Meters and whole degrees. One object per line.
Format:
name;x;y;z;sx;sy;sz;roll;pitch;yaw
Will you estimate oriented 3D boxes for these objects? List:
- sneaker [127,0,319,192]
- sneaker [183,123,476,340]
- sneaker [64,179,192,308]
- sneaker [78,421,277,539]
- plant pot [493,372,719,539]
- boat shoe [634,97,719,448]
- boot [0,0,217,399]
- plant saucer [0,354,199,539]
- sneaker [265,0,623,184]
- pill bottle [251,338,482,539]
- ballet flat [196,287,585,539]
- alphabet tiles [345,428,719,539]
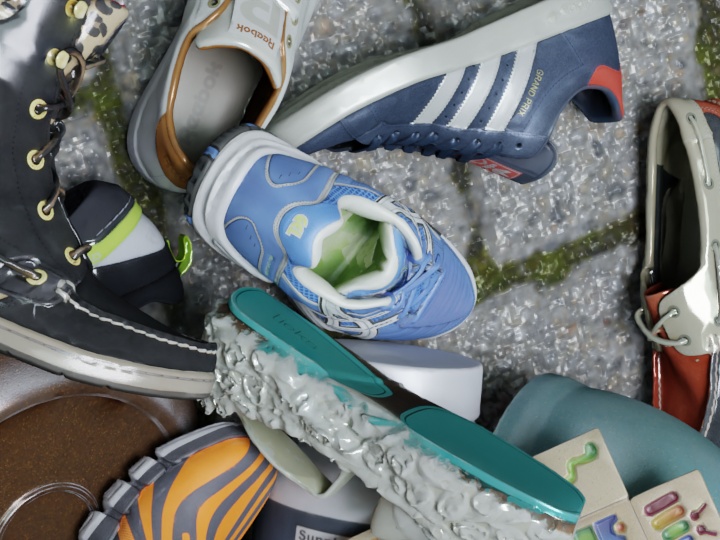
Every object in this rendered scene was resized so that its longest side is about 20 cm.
sneaker;-0.045;-0.129;0.840;0.072;0.085;0.202;19;88;-21
sneaker;0.000;0.000;0.849;0.199;0.077;0.076;23;97;-52
sneaker;-0.154;0.048;0.825;0.200;0.072;0.083;-47;112;-10
sneaker;-0.090;0.164;0.790;0.200;0.112;0.078;-47;136;-12
plant pot;0.138;0.160;0.871;0.200;0.133;0.203;9;90;-66
boat shoe;0.175;0.009;0.951;0.062;0.071;0.202;6;90;-34
boot;-0.132;-0.042;0.740;0.198;0.073;0.152;22;86;-2
plant saucer;-0.149;0.115;0.814;0.199;0.032;0.202;-20;125;-32
sneaker;0.049;-0.074;0.889;0.198;0.075;0.085;-22;100;-18
pill bottle;0.004;0.140;0.875;0.118;0.119;0.202;5;95;-22
ballet flat;0.008;0.079;0.787;0.072;0.199;0.072;-42;151;-31
alphabet tiles;0.078;0.173;0.789;0.198;0.006;0.168;-25;83;7
